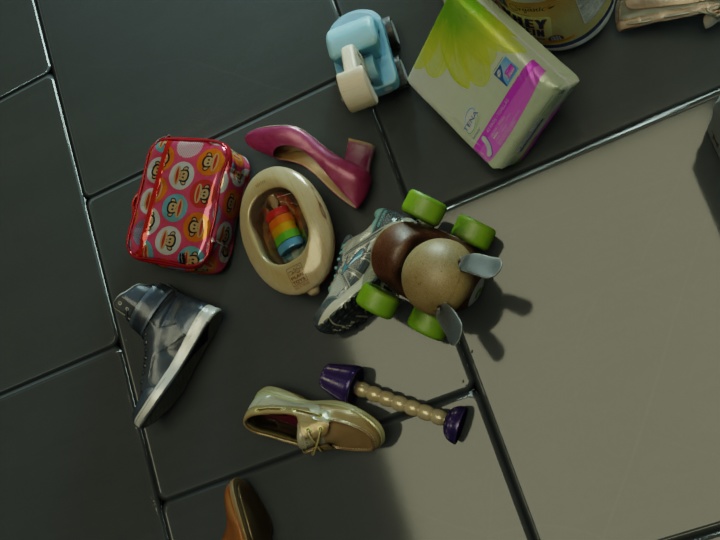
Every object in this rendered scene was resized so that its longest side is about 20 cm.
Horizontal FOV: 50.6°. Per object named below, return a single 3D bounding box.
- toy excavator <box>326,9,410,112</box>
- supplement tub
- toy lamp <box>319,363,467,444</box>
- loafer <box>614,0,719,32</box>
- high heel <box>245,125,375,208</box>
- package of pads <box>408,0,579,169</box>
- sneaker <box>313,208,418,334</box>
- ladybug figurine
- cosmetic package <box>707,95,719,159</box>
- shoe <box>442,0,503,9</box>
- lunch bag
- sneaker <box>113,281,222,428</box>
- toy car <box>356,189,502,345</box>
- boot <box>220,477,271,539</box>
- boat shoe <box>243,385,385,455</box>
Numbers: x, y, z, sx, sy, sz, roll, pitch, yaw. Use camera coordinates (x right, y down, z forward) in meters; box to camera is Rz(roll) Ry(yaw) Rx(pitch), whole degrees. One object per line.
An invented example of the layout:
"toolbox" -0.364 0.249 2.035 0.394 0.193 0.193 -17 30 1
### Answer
"toy excavator" -0.003 -0.281 1.026 0.100 0.200 0.195 -17 76 15
"supplement tub" 0.236 -0.383 0.959 0.144 0.200 0.145 -7 75 26
"toy lamp" 0.040 0.172 1.013 0.200 0.058 0.058 18 87 17
"loafer" 0.430 -0.336 0.976 0.200 0.072 0.063 9 100 25
"high heel" -0.080 -0.149 1.101 0.200 0.067 0.096 12 74 6
"package of pads" 0.166 -0.249 1.002 0.200 0.068 0.155 50 139 18
"sneaker" 0.000 0.000 1.055 0.200 0.078 0.086 -49 58 -2
"ladybug figurine" -0.097 -0.052 1.081 0.136 0.072 0.200 -27 71 19
"cosmetic package" 0.528 -0.155 0.853 0.200 0.167 0.167 -21 75 14
"shoe" 0.155 -0.377 1.075 0.070 0.053 0.200 -20 80 -1
"lunch bag" -0.269 -0.100 1.149 0.176 0.082 0.200 8 82 23
"sneaker" -0.313 0.114 1.115 0.146 0.077 0.202 27 80 9
"toy car" 0.107 0.012 0.924 0.158 0.200 0.164 24 96 -22
"boot" -0.195 0.400 1.041 0.155 0.074 0.200 -24 72 17
"boat shoe" -0.066 0.213 1.020 0.200 0.066 0.074 7 123 26
